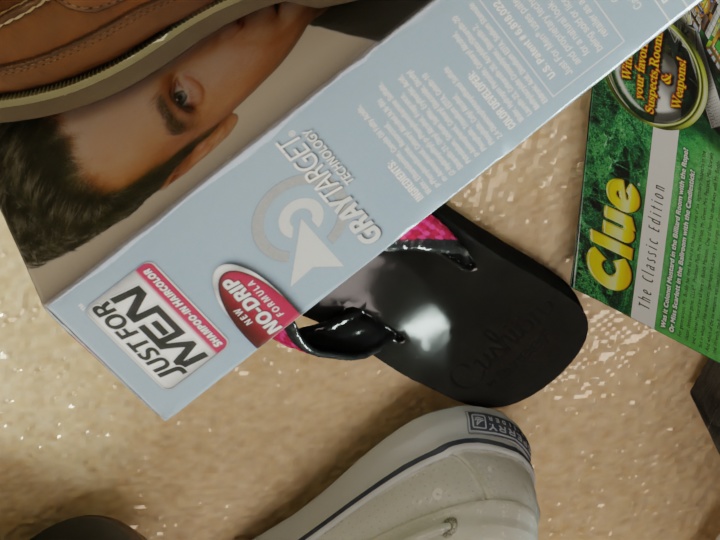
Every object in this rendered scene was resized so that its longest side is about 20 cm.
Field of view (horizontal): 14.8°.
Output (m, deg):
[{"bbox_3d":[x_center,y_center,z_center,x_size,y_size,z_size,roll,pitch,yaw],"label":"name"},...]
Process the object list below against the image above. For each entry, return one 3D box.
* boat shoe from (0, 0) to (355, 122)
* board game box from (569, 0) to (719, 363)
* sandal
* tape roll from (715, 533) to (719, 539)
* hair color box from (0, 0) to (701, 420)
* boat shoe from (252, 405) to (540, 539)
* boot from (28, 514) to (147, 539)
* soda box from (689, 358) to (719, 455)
[{"bbox_3d":[-0.055,-0.101,0.749,0.200,0.072,0.068,-19,136,25],"label":"boat shoe"},{"bbox_3d":[0.118,-0.053,0.845,0.023,0.105,0.200,-40,146,-38],"label":"board game box"},{"bbox_3d":[0.000,0.000,0.887,0.200,0.045,0.075,27,119,-33],"label":"sandal"},{"bbox_3d":[0.234,0.158,1.019,0.202,0.139,0.203,-11,129,-13],"label":"tape roll"},{"bbox_3d":[-0.008,-0.061,0.777,0.200,0.099,0.061,-39,130,5],"label":"hair color box"},{"bbox_3d":[-0.007,0.138,0.969,0.075,0.086,0.202,29,124,-35],"label":"boat shoe"},{"bbox_3d":[-0.112,0.164,0.996,0.075,0.074,0.200,-9,134,-51],"label":"boot"},{"bbox_3d":[0.184,-0.006,0.917,0.063,0.071,0.200,7,127,-23],"label":"soda box"}]
